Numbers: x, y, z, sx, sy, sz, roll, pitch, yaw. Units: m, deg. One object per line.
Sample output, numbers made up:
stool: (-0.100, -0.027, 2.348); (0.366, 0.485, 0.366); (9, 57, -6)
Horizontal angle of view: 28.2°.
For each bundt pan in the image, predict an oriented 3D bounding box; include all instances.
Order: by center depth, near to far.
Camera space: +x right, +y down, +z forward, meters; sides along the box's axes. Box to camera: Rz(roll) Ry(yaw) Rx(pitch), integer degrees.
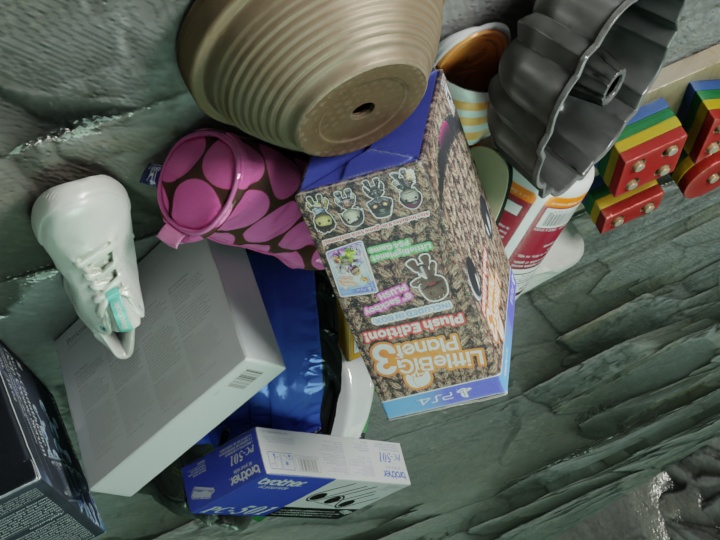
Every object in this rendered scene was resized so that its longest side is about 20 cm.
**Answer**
bundt pan: (0.167, -0.160, 1.115); (0.202, 0.076, 0.202); (-46, 159, -24)

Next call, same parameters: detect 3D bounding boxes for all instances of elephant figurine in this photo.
elephant figurine: (-0.127, 0.194, 1.484); (0.141, 0.157, 0.199); (-12, 161, 43)

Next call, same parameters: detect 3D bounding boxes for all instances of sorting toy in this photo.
sorting toy: (0.308, -0.124, 1.422); (0.197, 0.070, 0.200); (-24, 157, -11)

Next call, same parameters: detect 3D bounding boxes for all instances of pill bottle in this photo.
pill bottle: (0.117, -0.040, 1.286); (0.112, 0.113, 0.201); (-8, 140, -40)

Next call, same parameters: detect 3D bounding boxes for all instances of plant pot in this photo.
plant pot: (-0.017, -0.145, 0.978); (0.200, 0.093, 0.201); (-25, 157, -11)

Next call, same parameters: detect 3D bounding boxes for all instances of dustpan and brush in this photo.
dustpan and brush: (-0.024, 0.089, 1.418); (0.201, 0.139, 0.057); (-53, 164, 12)

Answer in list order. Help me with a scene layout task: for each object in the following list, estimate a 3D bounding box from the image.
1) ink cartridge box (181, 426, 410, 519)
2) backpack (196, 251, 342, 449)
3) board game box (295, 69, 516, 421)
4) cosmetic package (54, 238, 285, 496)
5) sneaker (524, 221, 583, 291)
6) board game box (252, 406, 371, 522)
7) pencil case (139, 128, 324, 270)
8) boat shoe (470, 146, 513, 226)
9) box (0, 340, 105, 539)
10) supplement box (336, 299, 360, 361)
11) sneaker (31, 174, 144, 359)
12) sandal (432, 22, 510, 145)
ink cartridge box: (-0.053, 0.181, 1.258); (0.094, 0.045, 0.199); (-31, 153, 31)
backpack: (-0.096, 0.080, 1.271); (0.166, 0.164, 0.200); (-6, 155, -10)
board game box: (0.041, -0.021, 1.079); (0.096, 0.160, 0.201); (-14, 118, 17)
cosmetic package: (-0.162, 0.069, 1.180); (0.200, 0.152, 0.051); (-39, 146, 26)
sneaker: (0.139, 0.007, 1.495); (0.199, 0.076, 0.088); (-15, 166, -31)
board game box: (-0.054, 0.174, 1.536); (0.029, 0.135, 0.200); (30, 137, -21)
pencil case: (-0.076, -0.049, 1.122); (0.199, 0.090, 0.094); (15, 97, -57)
boat shoe: (0.072, -0.025, 1.212); (0.063, 0.074, 0.202); (-21, 146, -53)
box: (-0.311, 0.159, 1.208); (0.106, 0.149, 0.200); (-25, 158, -5)
supplement box: (0.000, 0.000, 1.309); (0.068, 0.067, 0.201); (-23, 151, -17)
sneaker: (-0.194, 0.003, 1.090); (0.075, 0.089, 0.200); (-22, 157, -10)
sandal: (0.081, -0.122, 1.178); (0.079, 0.060, 0.207); (-17, 154, -25)
